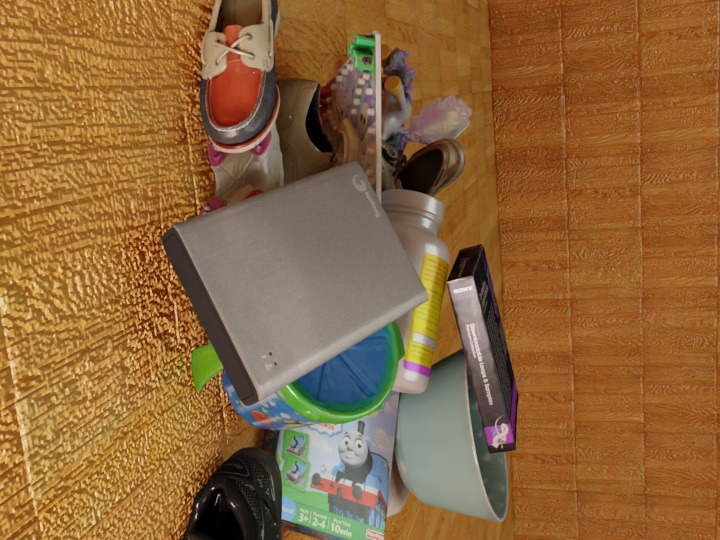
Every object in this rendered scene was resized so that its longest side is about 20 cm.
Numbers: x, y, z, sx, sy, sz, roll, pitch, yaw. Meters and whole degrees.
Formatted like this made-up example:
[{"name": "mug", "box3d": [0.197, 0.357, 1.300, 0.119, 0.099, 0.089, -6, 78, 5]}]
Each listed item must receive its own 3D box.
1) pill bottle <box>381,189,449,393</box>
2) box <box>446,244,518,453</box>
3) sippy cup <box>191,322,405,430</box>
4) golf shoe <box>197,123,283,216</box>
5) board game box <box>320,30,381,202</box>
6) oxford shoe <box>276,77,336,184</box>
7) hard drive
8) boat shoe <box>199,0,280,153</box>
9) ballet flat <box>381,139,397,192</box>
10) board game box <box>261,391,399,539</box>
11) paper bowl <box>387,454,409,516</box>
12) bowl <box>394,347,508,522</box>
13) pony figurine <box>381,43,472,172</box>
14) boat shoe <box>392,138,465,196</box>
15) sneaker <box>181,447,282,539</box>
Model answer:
[{"name": "pill bottle", "box3d": [0.037, 0.022, 0.832, 0.104, 0.103, 0.203, 40, 60, -68]}, {"name": "box", "box3d": [0.143, 0.084, 0.896, 0.143, 0.036, 0.203, -48, 126, -71]}, {"name": "sippy cup", "box3d": [-0.055, 0.080, 0.695, 0.177, 0.130, 0.141, 35, 51, -18]}, {"name": "golf shoe", "box3d": [-0.099, -0.051, 0.699, 0.092, 0.074, 0.203, 60, 33, -63]}, {"name": "board game box", "box3d": [-0.023, -0.130, 0.856, 0.200, 0.025, 0.204, 164, -74, -71]}, {"name": "oxford shoe", "box3d": [-0.062, -0.099, 0.821, 0.071, 0.073, 0.203, -56, 142, -62]}, {"name": "hard drive", "box3d": [-0.044, 0.001, 0.631, 0.199, 0.033, 0.141, -26, 87, -43]}, {"name": "boat shoe", "box3d": [-0.105, -0.195, 0.683, 0.063, 0.070, 0.203, 82, 9, -60]}, {"name": "ballet flat", "box3d": [0.030, -0.076, 0.923, 0.067, 0.046, 0.202, 49, -18, 40]}, {"name": "board game box", "box3d": [-0.031, 0.178, 0.833, 0.150, 0.036, 0.203, 27, 55, -29]}, {"name": "paper bowl", "box3d": [0.004, 0.224, 0.967, 0.200, 0.103, 0.204, -2, 90, -72]}, {"name": "bowl", "box3d": [0.102, 0.195, 0.921, 0.201, 0.103, 0.204, -12, 90, -74]}, {"name": "pony figurine", "box3d": [0.048, -0.225, 1.126, 0.194, 0.165, 0.200, -53, 156, -11]}, {"name": "boat shoe", "box3d": [0.061, -0.108, 1.101, 0.076, 0.200, 0.072, 47, 23, 15]}, {"name": "sneaker", "box3d": [-0.103, 0.263, 0.659, 0.114, 0.075, 0.203, -13, 98, -71]}]
